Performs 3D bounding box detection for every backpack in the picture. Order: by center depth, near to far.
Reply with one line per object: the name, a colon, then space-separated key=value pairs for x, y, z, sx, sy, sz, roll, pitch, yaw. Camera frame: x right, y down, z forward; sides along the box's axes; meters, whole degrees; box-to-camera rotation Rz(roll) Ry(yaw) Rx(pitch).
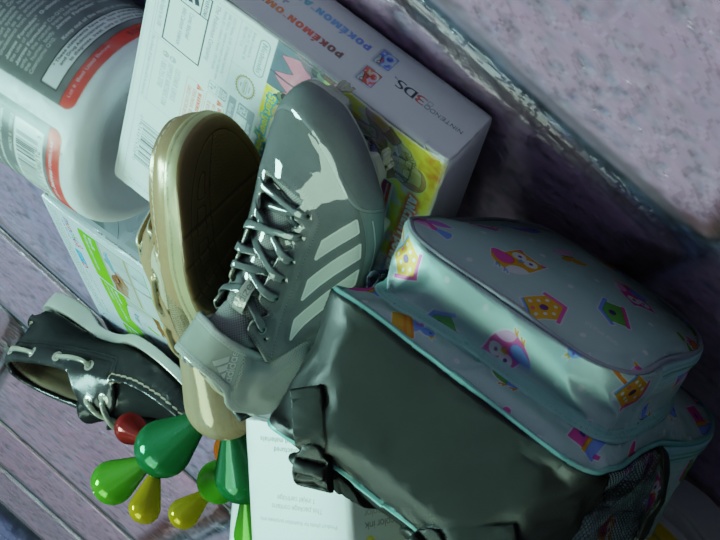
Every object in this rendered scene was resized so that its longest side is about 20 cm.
backpack: x=0.076 y=0.063 z=1.291 sx=0.175 sy=0.154 sz=0.200 roll=32 pitch=-170 yaw=23

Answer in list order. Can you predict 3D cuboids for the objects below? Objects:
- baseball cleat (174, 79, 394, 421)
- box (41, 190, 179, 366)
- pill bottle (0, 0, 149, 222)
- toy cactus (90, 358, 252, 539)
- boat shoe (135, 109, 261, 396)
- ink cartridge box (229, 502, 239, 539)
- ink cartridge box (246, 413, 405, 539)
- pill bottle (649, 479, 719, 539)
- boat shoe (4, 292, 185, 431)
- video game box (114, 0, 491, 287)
baseball cleat: x=-0.038 y=0.002 z=1.297 sx=0.070 sy=0.106 sz=0.201 roll=39 pitch=148 yaw=33
box: x=-0.085 y=0.015 z=1.662 sx=0.176 sy=0.097 sz=0.200 roll=33 pitch=162 yaw=24
pill bottle: x=-0.187 y=-0.120 z=1.516 sx=0.200 sy=0.116 sz=0.116 roll=33 pitch=162 yaw=29
toy cactus: x=-0.065 y=0.096 z=1.555 sx=0.199 sy=0.102 sz=0.166 roll=7 pitch=133 yaw=24
boat shoe: x=-0.086 y=-0.008 z=1.374 sx=0.064 sy=0.071 sz=0.201 roll=26 pitch=145 yaw=27
ink cartridge box: x=-0.007 y=0.214 z=1.620 sx=0.162 sy=0.201 sz=0.050 roll=-8 pitch=161 yaw=33
ink cartridge box: x=0.021 y=0.167 z=1.430 sx=0.085 sy=0.147 sz=0.201 roll=0 pitch=95 yaw=46
pill bottle: x=0.110 y=0.183 z=1.371 sx=0.114 sy=0.200 sz=0.115 roll=14 pitch=118 yaw=28
boat shoe: x=-0.159 y=0.071 z=1.709 sx=0.200 sy=0.060 sz=0.074 roll=26 pitch=157 yaw=47
video game box: x=-0.034 y=-0.062 z=1.362 sx=0.182 sy=0.047 sz=0.200 roll=40 pitch=148 yaw=13
